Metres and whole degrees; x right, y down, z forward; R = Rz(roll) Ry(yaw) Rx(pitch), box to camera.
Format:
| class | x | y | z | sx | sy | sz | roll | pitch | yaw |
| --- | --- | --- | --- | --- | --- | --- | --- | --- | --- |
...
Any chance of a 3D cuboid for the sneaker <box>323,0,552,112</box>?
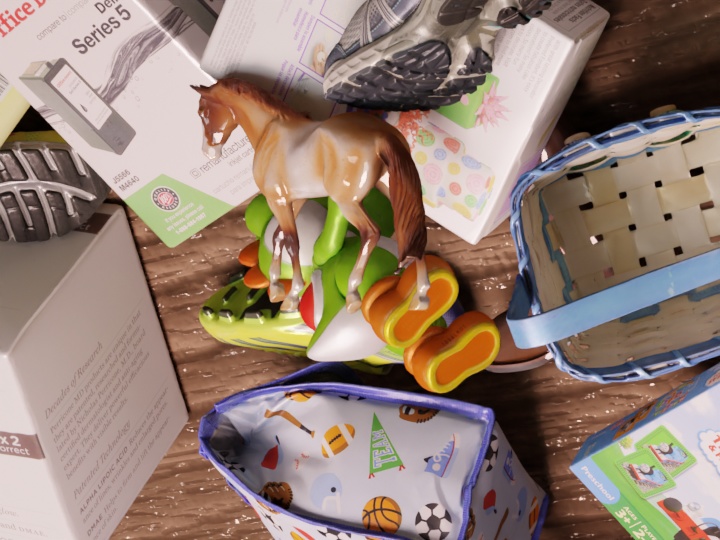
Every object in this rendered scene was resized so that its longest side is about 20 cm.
| class | x | y | z | sx | sy | sz | roll | pitch | yaw |
| --- | --- | --- | --- | --- | --- | --- | --- | --- | --- |
| sneaker | 0.043 | -0.152 | 1.513 | 0.077 | 0.087 | 0.200 | 7 | 153 | -31 |

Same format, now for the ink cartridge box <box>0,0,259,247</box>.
| class | x | y | z | sx | sy | sz | roll | pitch | yaw |
| --- | --- | --- | --- | --- | --- | --- | --- | --- | --- |
| ink cartridge box | -0.129 | -0.132 | 1.731 | 0.200 | 0.084 | 0.145 | 45 | 138 | -13 |

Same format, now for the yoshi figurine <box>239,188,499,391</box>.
| class | x | y | z | sx | sy | sz | roll | pitch | yaw |
| --- | --- | --- | --- | --- | --- | --- | --- | --- | --- |
| yoshi figurine | 0.009 | -0.013 | 1.699 | 0.200 | 0.112 | 0.113 | 35 | 120 | 49 |

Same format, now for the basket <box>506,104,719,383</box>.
| class | x | y | z | sx | sy | sz | roll | pitch | yaw |
| --- | --- | --- | --- | --- | --- | --- | --- | --- | --- |
| basket | 0.161 | -0.012 | 1.537 | 0.175 | 0.200 | 0.140 | -18 | 103 | 4 |

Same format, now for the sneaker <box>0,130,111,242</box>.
| class | x | y | z | sx | sy | sz | roll | pitch | yaw |
| --- | --- | --- | --- | --- | --- | --- | --- | --- | --- |
| sneaker | -0.259 | -0.068 | 1.888 | 0.199 | 0.091 | 0.078 | -8 | 128 | 10 |

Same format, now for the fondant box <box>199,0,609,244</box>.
| class | x | y | z | sx | sy | sz | roll | pitch | yaw |
| --- | --- | --- | --- | --- | --- | --- | --- | --- | --- |
| fondant box | 0.022 | -0.131 | 1.602 | 0.200 | 0.058 | 0.145 | 34 | 122 | 14 |

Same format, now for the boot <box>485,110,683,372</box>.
| class | x | y | z | sx | sy | sz | roll | pitch | yaw |
| --- | --- | --- | --- | --- | --- | --- | --- | --- | --- |
| boot | 0.082 | -0.044 | 1.698 | 0.200 | 0.064 | 0.186 | 48 | 134 | -13 |

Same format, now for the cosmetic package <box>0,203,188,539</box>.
| class | x | y | z | sx | sy | sz | roll | pitch | yaw |
| --- | --- | --- | --- | --- | --- | --- | --- | --- | --- |
| cosmetic package | -0.243 | 0.071 | 1.937 | 0.164 | 0.165 | 0.201 | 6 | 132 | 27 |

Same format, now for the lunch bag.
| class | x | y | z | sx | sy | sz | roll | pitch | yaw |
| --- | --- | --- | --- | --- | --- | --- | --- | --- | --- |
| lunch bag | 0.007 | 0.143 | 1.848 | 0.199 | 0.124 | 0.170 | 8 | 158 | 22 |

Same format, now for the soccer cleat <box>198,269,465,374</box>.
| class | x | y | z | sx | sy | sz | roll | pitch | yaw |
| --- | --- | --- | --- | --- | --- | --- | --- | --- | --- |
| soccer cleat | -0.019 | 0.040 | 1.840 | 0.199 | 0.065 | 0.084 | -1 | 130 | 34 |

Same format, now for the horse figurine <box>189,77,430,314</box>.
| class | x | y | z | sx | sy | sz | roll | pitch | yaw |
| --- | --- | --- | --- | --- | --- | --- | --- | --- | --- |
| horse figurine | -0.018 | -0.043 | 1.575 | 0.200 | 0.050 | 0.133 | 4 | 100 | 53 |

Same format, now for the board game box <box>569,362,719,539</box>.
| class | x | y | z | sx | sy | sz | roll | pitch | yaw |
| --- | --- | --- | --- | --- | --- | --- | --- | --- | --- |
| board game box | 0.238 | 0.125 | 1.648 | 0.151 | 0.037 | 0.200 | 47 | 136 | -7 |

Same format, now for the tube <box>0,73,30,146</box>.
| class | x | y | z | sx | sy | sz | roll | pitch | yaw |
| --- | --- | --- | --- | --- | --- | --- | --- | --- | --- |
| tube | -0.268 | -0.076 | 1.814 | 0.052 | 0.058 | 0.200 | 35 | 97 | -18 |
